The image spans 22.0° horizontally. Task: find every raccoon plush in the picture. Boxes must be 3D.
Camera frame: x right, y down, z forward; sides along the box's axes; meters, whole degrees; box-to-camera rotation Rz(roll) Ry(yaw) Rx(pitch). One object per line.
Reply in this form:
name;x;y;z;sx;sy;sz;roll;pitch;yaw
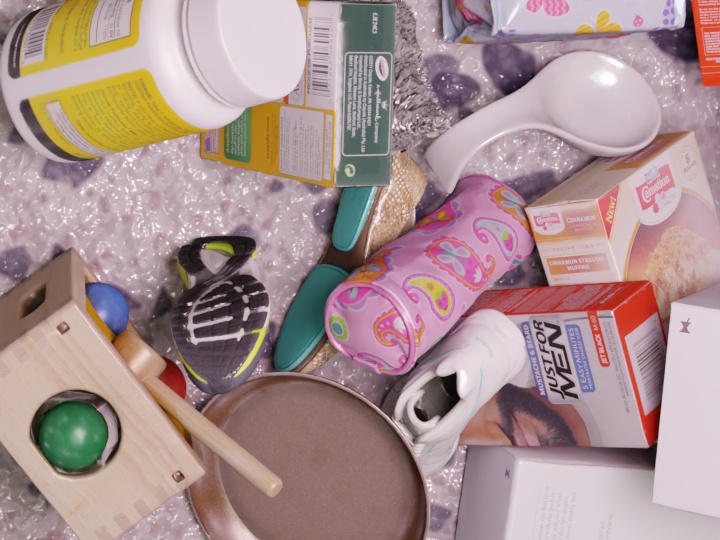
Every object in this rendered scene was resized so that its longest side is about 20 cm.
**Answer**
raccoon plush;0.010;-0.177;1.370;0.096;0.134;0.201;-11;102;-14

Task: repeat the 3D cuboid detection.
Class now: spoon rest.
spoon rest;0.148;-0.117;1.440;0.199;0.061;0.100;-21;67;-24

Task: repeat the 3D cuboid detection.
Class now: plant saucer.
plant saucer;-0.038;0.163;1.419;0.199;0.032;0.201;8;116;18

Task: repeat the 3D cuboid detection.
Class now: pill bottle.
pill bottle;-0.144;-0.146;1.288;0.114;0.199;0.115;17;68;-52

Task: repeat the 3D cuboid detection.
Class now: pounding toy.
pounding toy;-0.173;0.094;1.316;0.142;0.200;0.184;-36;107;1

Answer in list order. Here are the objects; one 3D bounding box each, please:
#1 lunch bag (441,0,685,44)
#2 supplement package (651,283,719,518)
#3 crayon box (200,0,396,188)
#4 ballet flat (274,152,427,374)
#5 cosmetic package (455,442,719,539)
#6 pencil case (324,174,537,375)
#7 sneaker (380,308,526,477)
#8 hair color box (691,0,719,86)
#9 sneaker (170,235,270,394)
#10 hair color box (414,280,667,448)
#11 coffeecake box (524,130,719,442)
lunch bag;0.149;-0.276;1.403;0.169;0.127;0.201;-4;92;-19
supplement package;0.324;0.094;1.369;0.200;0.151;0.152;-13;110;-60
crayon box;-0.048;-0.133;1.337;0.051;0.200;0.127;-4;101;-32
ballet flat;0.000;0.000;1.435;0.065;0.070;0.201;21;96;-36
cosmetic package;0.183;0.239;1.494;0.199;0.123;0.201;6;97;-18
pencil case;0.057;0.003;1.395;0.200;0.087;0.088;-39;112;-47
sneaker;0.048;0.107;1.411;0.070;0.201;0.080;44;45;11
hair color box;0.283;-0.250;1.414;0.061;0.102;0.201;-1;132;18
sneaker;-0.094;0.043;1.350;0.073;0.200;0.081;-9;114;3
hair color box;0.137;0.073;1.415;0.064;0.199;0.112;-31;109;-44
coffeecake box;0.225;0.012;1.461;0.153;0.073;0.201;-33;109;-44
